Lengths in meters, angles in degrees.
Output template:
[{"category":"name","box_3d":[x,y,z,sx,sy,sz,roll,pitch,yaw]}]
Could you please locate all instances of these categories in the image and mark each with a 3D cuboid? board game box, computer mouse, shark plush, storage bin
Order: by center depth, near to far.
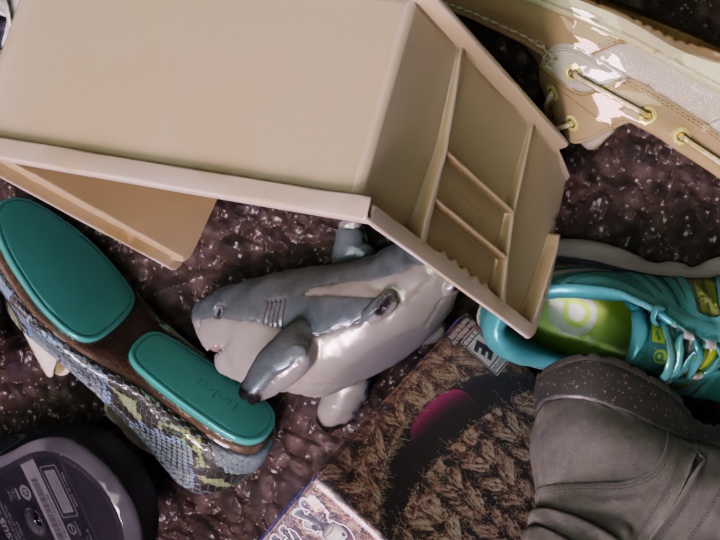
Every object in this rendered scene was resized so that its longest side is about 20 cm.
[{"category":"storage bin","box_3d":[-0.032,-0.050,0.708,0.199,0.198,0.094,10,78,28]},{"category":"board game box","box_3d":[0.066,0.149,0.756,0.200,0.159,0.097,42,129,4]},{"category":"shark plush","box_3d":[0.000,0.000,0.807,0.200,0.091,0.084,-40,58,28]},{"category":"computer mouse","box_3d":[-0.173,0.122,0.891,0.199,0.053,0.139,-8,105,44]}]

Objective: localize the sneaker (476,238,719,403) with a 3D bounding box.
[{"category":"sneaker","box_3d":[0.151,0.034,0.753,0.198,0.080,0.078,5,105,17]}]

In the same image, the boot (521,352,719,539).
[{"category":"boot","box_3d":[0.150,0.131,0.721,0.199,0.131,0.068,22,147,-17]}]

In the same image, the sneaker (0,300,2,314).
[{"category":"sneaker","box_3d":[-0.273,0.025,0.894,0.199,0.066,0.091,24,130,30]}]

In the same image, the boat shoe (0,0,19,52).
[{"category":"boat shoe","box_3d":[-0.184,-0.126,0.835,0.199,0.067,0.074,19,109,14]}]

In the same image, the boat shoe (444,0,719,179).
[{"category":"boat shoe","box_3d":[0.116,-0.086,0.738,0.199,0.074,0.067,25,105,12]}]

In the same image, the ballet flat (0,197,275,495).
[{"category":"ballet flat","box_3d":[-0.135,0.047,0.865,0.200,0.074,0.074,42,113,9]}]
